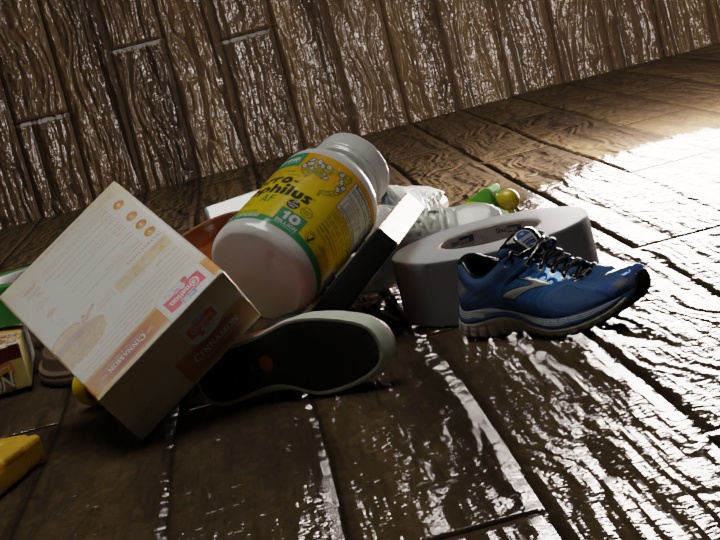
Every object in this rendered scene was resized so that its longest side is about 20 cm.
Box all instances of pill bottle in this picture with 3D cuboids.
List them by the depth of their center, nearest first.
[{"bbox_3d":[-0.052,-0.051,1.629,0.112,0.113,0.200,-7,30,38],"label":"pill bottle"}]

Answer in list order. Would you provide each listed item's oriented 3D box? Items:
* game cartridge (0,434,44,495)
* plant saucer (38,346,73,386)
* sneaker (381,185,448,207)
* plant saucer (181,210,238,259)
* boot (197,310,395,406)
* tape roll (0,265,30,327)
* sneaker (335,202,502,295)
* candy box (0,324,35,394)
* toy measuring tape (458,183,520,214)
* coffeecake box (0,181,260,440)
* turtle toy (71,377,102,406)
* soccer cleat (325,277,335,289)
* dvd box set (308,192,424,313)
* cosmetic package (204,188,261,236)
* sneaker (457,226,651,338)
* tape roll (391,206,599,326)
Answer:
[{"bbox_3d":[-0.379,0.188,1.372,0.176,0.033,0.200,-11,11,16],"label":"game cartridge"},{"bbox_3d":[-0.265,0.063,1.798,0.199,0.030,0.200,-22,17,7],"label":"plant saucer"},{"bbox_3d":[0.074,-0.085,2.149,0.087,0.075,0.200,-10,10,-1],"label":"sneaker"},{"bbox_3d":[-0.186,0.008,1.913,0.200,0.032,0.201,-28,28,17],"label":"plant saucer"},{"bbox_3d":[-0.033,0.062,1.478,0.199,0.073,0.144,-12,8,33],"label":"boot"},{"bbox_3d":[-0.368,0.020,1.931,0.200,0.048,0.200,-14,8,2],"label":"tape roll"},{"bbox_3d":[0.056,-0.033,1.777,0.199,0.100,0.075,-18,51,10],"label":"sneaker"},{"bbox_3d":[-0.429,0.103,1.846,0.115,0.056,0.200,-15,10,-8],"label":"candy box"},{"bbox_3d":[0.110,-0.029,1.869,0.200,0.074,0.074,-35,-4,35],"label":"toy measuring tape"},{"bbox_3d":[-0.209,0.032,1.472,0.154,0.073,0.200,-46,45,-7],"label":"coffeecake box"},{"bbox_3d":[-0.189,0.063,1.594,0.145,0.101,0.200,-4,14,44],"label":"turtle toy"},{"bbox_3d":[-0.038,-0.011,1.888,0.081,0.068,0.200,-17,3,38],"label":"soccer cleat"},{"bbox_3d":[0.000,0.000,1.655,0.146,0.029,0.200,-52,0,15],"label":"dvd box set"},{"bbox_3d":[-0.082,-0.055,2.038,0.199,0.074,0.102,-19,52,-8],"label":"cosmetic package"},{"bbox_3d":[0.160,0.008,1.438,0.199,0.090,0.078,-6,14,40],"label":"sneaker"},{"bbox_3d":[0.134,-0.006,1.625,0.199,0.066,0.200,-13,9,2],"label":"tape roll"}]
